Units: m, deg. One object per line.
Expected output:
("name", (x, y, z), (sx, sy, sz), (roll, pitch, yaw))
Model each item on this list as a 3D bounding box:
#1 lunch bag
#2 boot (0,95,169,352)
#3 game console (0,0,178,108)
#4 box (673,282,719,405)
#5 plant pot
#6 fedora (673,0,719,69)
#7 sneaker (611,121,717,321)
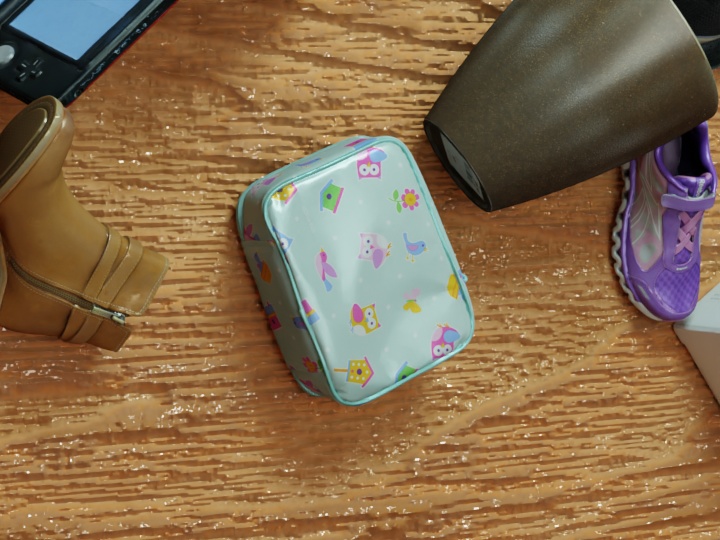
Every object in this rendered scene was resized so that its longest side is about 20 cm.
("lunch bag", (0.000, 0.000, 1.755), (0.160, 0.077, 0.201), (-28, 105, -26))
("boot", (-0.208, -0.026, 1.598), (0.154, 0.077, 0.201), (21, 119, -20))
("game console", (-0.227, -0.240, 1.604), (0.200, 0.172, 0.119), (-47, 139, -18))
("box", (0.408, 0.053, 1.959), (0.200, 0.106, 0.153), (-40, 109, -21))
("plant pot", (0.157, -0.143, 1.789), (0.200, 0.187, 0.187), (-37, 109, -8))
("fedora", (0.304, -0.266, 1.884), (0.199, 0.091, 0.202), (2, 86, -33))
("sneaker", (0.270, -0.054, 1.891), (0.080, 0.088, 0.202), (-7, 96, -29))
